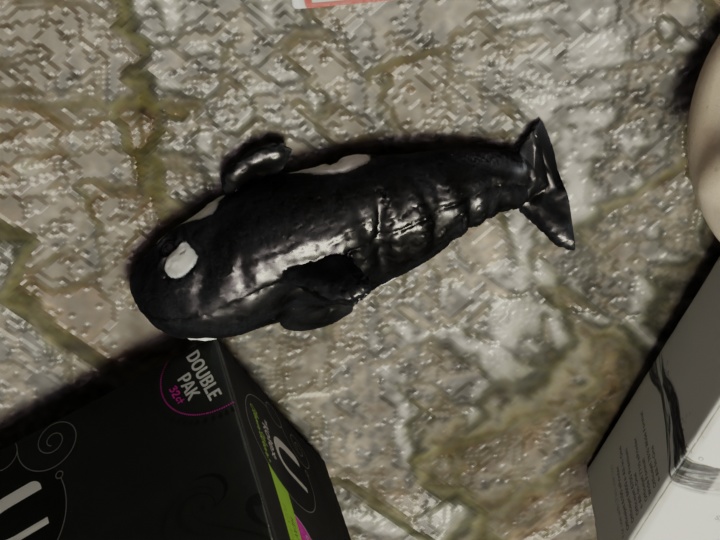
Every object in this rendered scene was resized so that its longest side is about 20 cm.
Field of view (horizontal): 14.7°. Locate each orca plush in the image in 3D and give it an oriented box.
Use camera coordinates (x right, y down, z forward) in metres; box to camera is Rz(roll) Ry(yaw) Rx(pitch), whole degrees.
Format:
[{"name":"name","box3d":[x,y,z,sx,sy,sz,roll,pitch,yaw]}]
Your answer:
[{"name":"orca plush","box3d":[0.000,0.000,1.244,0.200,0.071,0.105,-5,129,-10]}]

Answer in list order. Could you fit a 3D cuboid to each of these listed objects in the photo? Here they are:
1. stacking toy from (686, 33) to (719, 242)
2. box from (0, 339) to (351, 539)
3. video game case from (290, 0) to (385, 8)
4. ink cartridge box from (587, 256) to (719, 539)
[{"name":"stacking toy","box3d":[0.256,-0.049,1.252,0.200,0.146,0.146,17,123,-43]},{"name":"box","box3d":[-0.108,0.156,1.282,0.200,0.149,0.124,-27,138,9]},{"name":"video game case","box3d":[0.065,-0.168,1.127,0.200,0.017,0.143,-5,140,1]},{"name":"ink cartridge box","box3d":[0.216,0.073,1.331,0.145,0.084,0.200,14,128,-17]}]
